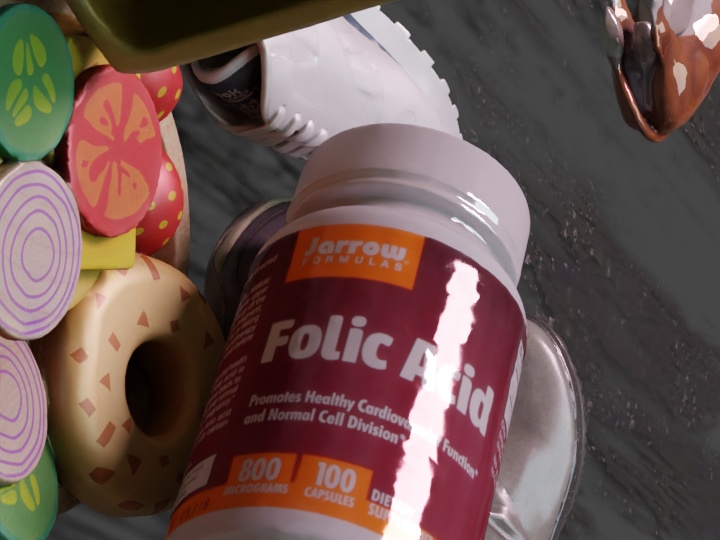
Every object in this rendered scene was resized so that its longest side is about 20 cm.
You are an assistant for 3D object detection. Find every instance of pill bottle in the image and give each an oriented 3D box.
[{"bbox_3d":[0.001,0.049,0.860,0.114,0.114,0.201,62,33,-44],"label":"pill bottle"}]

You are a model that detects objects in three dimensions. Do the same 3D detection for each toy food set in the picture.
[{"bbox_3d":[-0.108,-0.003,0.817,0.198,0.048,0.201,-3,96,-63],"label":"toy food set"}]

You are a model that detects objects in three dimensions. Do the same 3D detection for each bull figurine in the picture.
[{"bbox_3d":[0.198,-0.166,1.379,0.200,0.065,0.122,-62,140,-43],"label":"bull figurine"}]

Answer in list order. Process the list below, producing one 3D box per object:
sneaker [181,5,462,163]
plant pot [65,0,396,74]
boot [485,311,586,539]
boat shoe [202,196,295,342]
[{"bbox_3d":[-0.027,-0.079,0.944,0.200,0.076,0.081,47,50,-41],"label":"sneaker"},{"bbox_3d":[-0.018,-0.215,0.759,0.195,0.195,0.200,57,43,-24],"label":"plant pot"},{"bbox_3d":[0.051,0.116,1.126,0.130,0.067,0.201,8,84,-57],"label":"boot"},{"bbox_3d":[0.000,0.000,0.999,0.200,0.073,0.075,-30,119,-58],"label":"boat shoe"}]
